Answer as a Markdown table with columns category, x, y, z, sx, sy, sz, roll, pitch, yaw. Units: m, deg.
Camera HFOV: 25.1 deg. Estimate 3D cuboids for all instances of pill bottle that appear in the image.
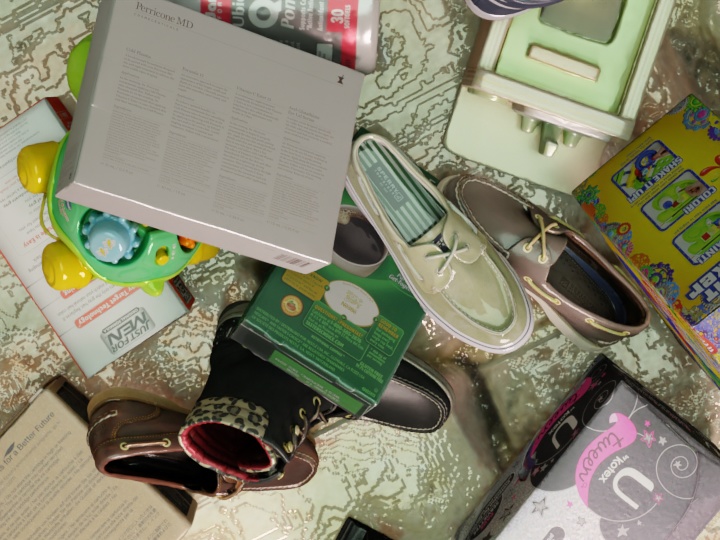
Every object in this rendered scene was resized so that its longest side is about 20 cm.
| category | x | y | z | sx | sy | sz | roll | pitch | yaw |
| --- | --- | --- | --- | --- | --- | --- | --- | --- | --- |
| pill bottle | -0.084 | -0.209 | 1.233 | 0.198 | 0.111 | 0.112 | 3 | 98 | -1 |

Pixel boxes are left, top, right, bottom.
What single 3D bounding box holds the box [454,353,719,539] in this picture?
| category | x | y | z | sx | sy | sz | roll | pitch | yaw |
| --- | --- | --- | --- | --- | --- | --- | --- | --- | --- |
| box | 0.185 | 0.190 | 1.289 | 0.132 | 0.115 | 0.200 | 38 | 95 | -6 |

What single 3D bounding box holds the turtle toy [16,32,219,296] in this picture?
| category | x | y | z | sx | sy | sz | roll | pitch | yaw |
| --- | --- | --- | --- | --- | --- | --- | --- | --- | --- |
| turtle toy | -0.174 | -0.079 | 1.205 | 0.145 | 0.101 | 0.202 | -13 | 86 | -30 |

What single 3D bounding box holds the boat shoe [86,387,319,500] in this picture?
| category | x | y | z | sx | sy | sz | roll | pitch | yaw |
| --- | --- | --- | --- | --- | --- | --- | --- | --- | --- |
| boat shoe | -0.121 | 0.149 | 1.269 | 0.199 | 0.071 | 0.071 | 12 | 125 | -26 |

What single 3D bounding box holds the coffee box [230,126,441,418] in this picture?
| category | x | y | z | sx | sy | sz | roll | pitch | yaw |
| --- | --- | --- | --- | --- | --- | --- | --- | --- | --- |
| coffee box | 0.000 | 0.000 | 1.246 | 0.122 | 0.044 | 0.201 | 32 | 61 | -6 |

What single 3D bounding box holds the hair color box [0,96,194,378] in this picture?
| category | x | y | z | sx | sy | sz | roll | pitch | yaw |
| --- | --- | --- | --- | --- | --- | --- | --- | --- | --- |
| hair color box | -0.228 | -0.027 | 1.281 | 0.101 | 0.061 | 0.201 | -32 | 96 | 3 |

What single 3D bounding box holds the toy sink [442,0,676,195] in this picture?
| category | x | y | z | sx | sy | sz | roll | pitch | yaw |
| --- | --- | --- | --- | --- | --- | --- | --- | --- | --- |
| toy sink | 0.154 | -0.164 | 1.242 | 0.129 | 0.112 | 0.202 | 19 | 97 | -3 |

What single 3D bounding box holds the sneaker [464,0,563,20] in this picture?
| category | x | y | z | sx | sy | sz | roll | pitch | yaw |
| --- | --- | --- | --- | --- | --- | --- | --- | --- | --- |
| sneaker | 0.165 | -0.241 | 1.129 | 0.199 | 0.109 | 0.070 | -32 | 94 | 0 |

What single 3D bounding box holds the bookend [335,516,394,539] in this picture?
| category | x | y | z | sx | sy | sz | roll | pitch | yaw |
| --- | --- | --- | --- | --- | --- | --- | --- | --- | --- |
| bookend | 0.057 | 0.303 | 1.260 | 0.198 | 0.200 | 0.093 | 28 | 96 | -5 |

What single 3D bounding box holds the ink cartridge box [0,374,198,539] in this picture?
| category | x | y | z | sx | sy | sz | roll | pitch | yaw |
| --- | --- | --- | --- | --- | --- | --- | --- | --- | --- |
| ink cartridge box | -0.256 | 0.212 | 1.306 | 0.165 | 0.075 | 0.200 | 44 | 95 | -5 |

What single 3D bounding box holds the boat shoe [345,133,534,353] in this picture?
| category | x | y | z | sx | sy | sz | roll | pitch | yaw |
| --- | --- | --- | --- | --- | --- | --- | --- | --- | --- |
| boat shoe | 0.053 | -0.018 | 1.202 | 0.072 | 0.062 | 0.200 | -42 | 85 | -1 |

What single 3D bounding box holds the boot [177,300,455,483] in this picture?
| category | x | y | z | sx | sy | sz | roll | pitch | yaw |
| --- | --- | --- | --- | --- | --- | --- | --- | --- | --- |
| boot | -0.034 | 0.113 | 1.251 | 0.202 | 0.154 | 0.074 | 21 | 126 | 0 |

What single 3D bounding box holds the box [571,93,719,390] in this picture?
| category | x | y | z | sx | sy | sz | roll | pitch | yaw |
| --- | --- | --- | --- | --- | --- | --- | --- | --- | --- |
| box | 0.285 | 0.011 | 1.191 | 0.122 | 0.193 | 0.200 | -39 | 126 | 4 |

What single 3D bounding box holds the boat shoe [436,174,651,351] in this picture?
| category | x | y | z | sx | sy | sz | roll | pitch | yaw |
| --- | --- | --- | --- | --- | --- | --- | --- | --- | --- |
| boat shoe | 0.144 | -0.011 | 1.265 | 0.200 | 0.059 | 0.072 | 41 | 61 | -17 |

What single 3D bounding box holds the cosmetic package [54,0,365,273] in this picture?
| category | x | y | z | sx | sy | sz | roll | pitch | yaw |
| --- | --- | --- | --- | --- | --- | --- | --- | --- | --- |
| cosmetic package | -0.104 | -0.098 | 1.158 | 0.199 | 0.052 | 0.152 | 18 | 74 | -23 |
